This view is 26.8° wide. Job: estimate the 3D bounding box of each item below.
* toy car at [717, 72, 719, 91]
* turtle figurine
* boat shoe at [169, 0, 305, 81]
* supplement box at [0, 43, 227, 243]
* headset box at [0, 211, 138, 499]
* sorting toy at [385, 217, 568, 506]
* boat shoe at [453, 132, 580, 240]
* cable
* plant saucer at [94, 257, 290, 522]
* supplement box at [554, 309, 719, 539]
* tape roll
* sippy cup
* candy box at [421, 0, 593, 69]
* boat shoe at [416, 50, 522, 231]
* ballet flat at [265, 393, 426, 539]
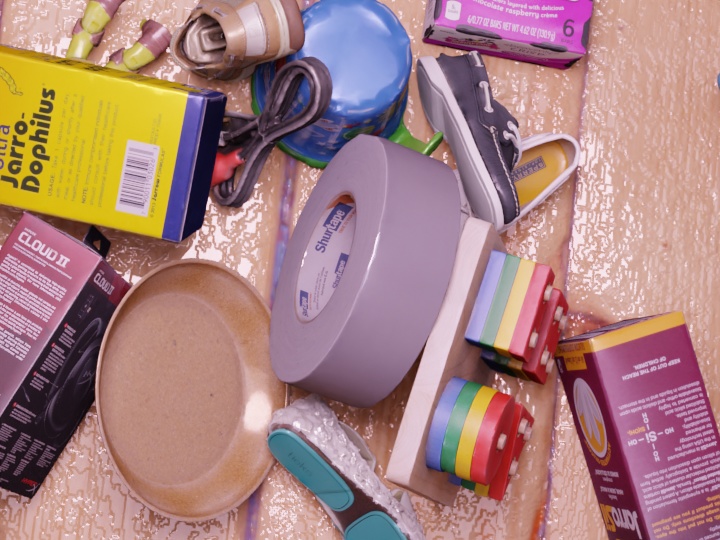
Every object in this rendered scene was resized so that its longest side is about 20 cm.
[{"bbox_3d":[0.432,-0.119,1.296,0.199,0.176,0.186,-29,105,-39],"label":"toy car"},{"bbox_3d":[-0.235,-0.155,1.206,0.199,0.064,0.162,37,80,-5],"label":"turtle figurine"},{"bbox_3d":[-0.113,-0.179,1.158,0.075,0.200,0.072,-21,96,-22],"label":"boat shoe"},{"bbox_3d":[-0.211,-0.099,1.123,0.197,0.109,0.111,12,98,1],"label":"supplement box"},{"bbox_3d":[-0.244,0.059,1.136,0.077,0.149,0.201,28,81,13],"label":"headset box"},{"bbox_3d":[0.100,0.085,1.168,0.069,0.200,0.201,16,81,16],"label":"sorting toy"},{"bbox_3d":[0.098,-0.056,1.252,0.198,0.070,0.071,-28,90,-11],"label":"boat shoe"},{"bbox_3d":[-0.089,-0.103,1.174,0.050,0.199,0.098,-12,90,-34],"label":"cable"},{"bbox_3d":[-0.136,0.092,1.175,0.199,0.035,0.203,5,84,-48],"label":"plant saucer"},{"bbox_3d":[0.236,0.142,1.237,0.085,0.110,0.202,-16,87,-10],"label":"supplement box"},{"bbox_3d":[0.000,0.000,1.160,0.066,0.200,0.203,19,82,-20],"label":"tape roll"},{"bbox_3d":[-0.016,-0.160,1.212,0.175,0.130,0.142,6,84,-10],"label":"sippy cup"},{"bbox_3d":[0.134,-0.285,1.284,0.135,0.061,0.203,9,83,-8],"label":"candy box"},{"bbox_3d":[0.098,-0.112,1.212,0.060,0.076,0.201,-14,49,-7],"label":"boat shoe"},{"bbox_3d":[0.005,0.180,1.218,0.072,0.072,0.201,-39,98,-11],"label":"ballet flat"}]
